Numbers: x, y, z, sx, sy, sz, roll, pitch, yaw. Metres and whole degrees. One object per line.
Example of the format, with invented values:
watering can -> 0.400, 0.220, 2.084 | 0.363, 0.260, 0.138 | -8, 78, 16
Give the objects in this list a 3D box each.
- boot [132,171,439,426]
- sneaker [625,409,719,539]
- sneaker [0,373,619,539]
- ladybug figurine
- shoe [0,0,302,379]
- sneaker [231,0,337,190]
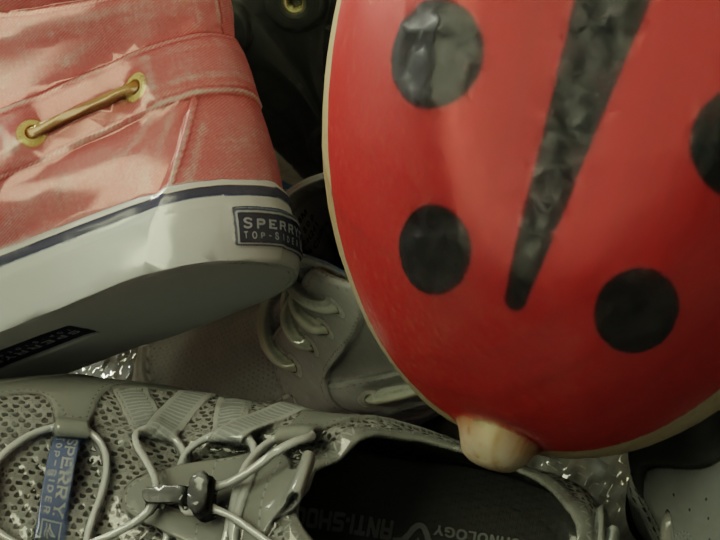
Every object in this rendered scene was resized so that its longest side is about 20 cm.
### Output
boot -> 0.000, 0.000, 0.778 | 0.199, 0.095, 0.074 | -15, 60, 32
sneaker -> 0.093, 0.095, 0.690 | 0.115, 0.075, 0.201 | 21, 89, 61
sneaker -> -0.030, 0.054, 0.716 | 0.198, 0.082, 0.075 | 4, 69, -5
ladybug figurine -> 0.058, -0.052, 0.659 | 0.135, 0.072, 0.201 | 14, 89, 9
shoe -> -0.110, -0.016, 0.754 | 0.199, 0.071, 0.092 | -19, 73, 24
sneaker -> -0.039, -0.049, 0.839 | 0.199, 0.072, 0.073 | -24, 20, 36
